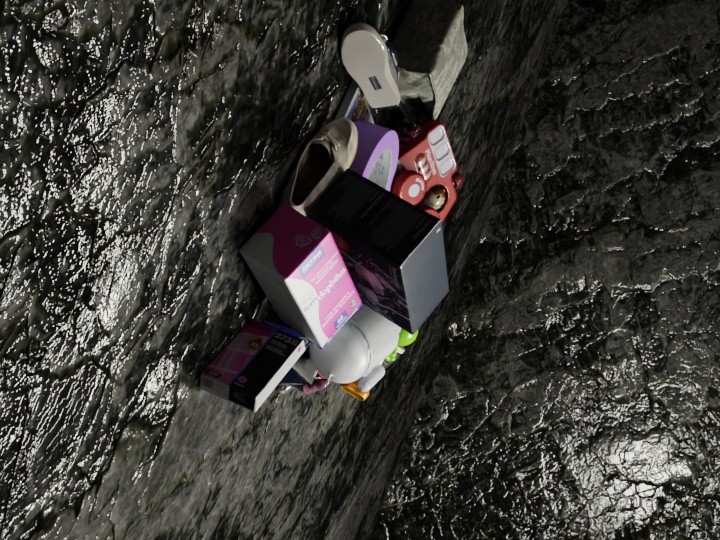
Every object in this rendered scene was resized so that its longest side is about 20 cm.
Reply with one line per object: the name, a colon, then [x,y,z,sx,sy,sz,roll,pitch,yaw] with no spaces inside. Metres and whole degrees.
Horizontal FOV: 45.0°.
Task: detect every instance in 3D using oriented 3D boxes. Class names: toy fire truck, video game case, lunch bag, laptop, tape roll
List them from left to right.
laptop: [-0.103,0.092,1.532,0.189,0.115,0.200,-65,148,-18]
video game case: [-0.017,-0.221,1.509,0.200,0.018,0.144,61,51,-71]
tape roll: [-0.001,-0.153,1.496,0.200,0.065,0.202,19,90,-76]
toy fire truck: [0.122,-0.165,1.664,0.167,0.112,0.201,-37,128,-14]
lunch bag: [0.126,-0.383,1.624,0.165,0.117,0.200,-65,160,-17]

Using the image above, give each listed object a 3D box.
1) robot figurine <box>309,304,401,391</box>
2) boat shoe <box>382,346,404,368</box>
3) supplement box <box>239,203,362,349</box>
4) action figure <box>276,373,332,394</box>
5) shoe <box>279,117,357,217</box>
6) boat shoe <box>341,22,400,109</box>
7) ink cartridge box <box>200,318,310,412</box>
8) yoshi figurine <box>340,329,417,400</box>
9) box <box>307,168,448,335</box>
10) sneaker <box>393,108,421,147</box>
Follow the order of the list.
robot figurine: [-0.011,0.117,1.470,0.200,0.112,0.171,-32,97,-50]
boat shoe: [0.007,0.109,1.741,0.063,0.202,0.074,-45,149,10]
supplement box: [-0.085,0.012,1.299,0.101,0.103,0.201,-47,146,-17]
action figure: [-0.065,0.196,1.654,0.135,0.148,0.200,-64,179,1]
shoe: [-0.059,-0.160,1.330,0.201,0.069,0.053,-62,172,-22]
boat shoe: [0.017,-0.350,1.395,0.200,0.074,0.094,62,25,-61]
ink cartridge box: [-0.153,0.130,1.323,0.200,0.094,0.037,-49,155,-54]
yoshi figurine: [0.044,0.143,1.616,0.112,0.112,0.201,49,56,-33]
box: [0.032,-0.027,1.350,0.104,0.181,0.201,-49,152,-21]
sneaker: [0.091,-0.276,1.730,0.088,0.073,0.202,74,33,-67]
